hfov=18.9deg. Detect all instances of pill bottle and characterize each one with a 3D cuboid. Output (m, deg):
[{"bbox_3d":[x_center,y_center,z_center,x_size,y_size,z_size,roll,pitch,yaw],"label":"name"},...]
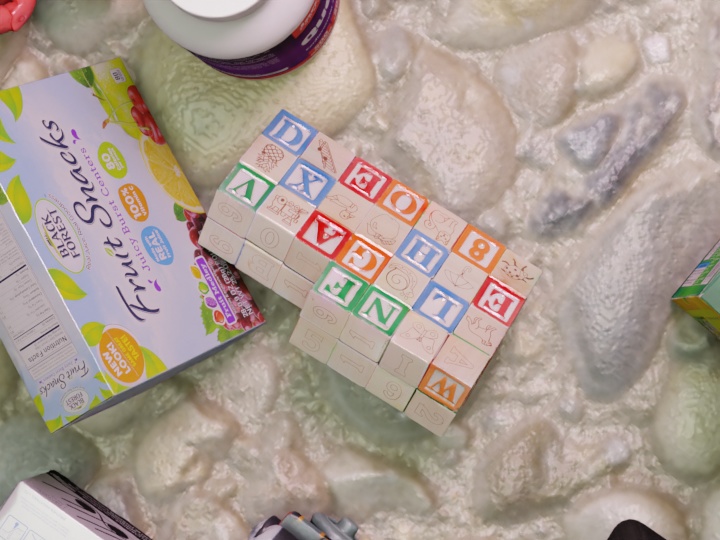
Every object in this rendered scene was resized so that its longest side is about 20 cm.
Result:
[{"bbox_3d":[-0.074,-0.181,1.333,0.112,0.200,0.113,0,90,4],"label":"pill bottle"}]

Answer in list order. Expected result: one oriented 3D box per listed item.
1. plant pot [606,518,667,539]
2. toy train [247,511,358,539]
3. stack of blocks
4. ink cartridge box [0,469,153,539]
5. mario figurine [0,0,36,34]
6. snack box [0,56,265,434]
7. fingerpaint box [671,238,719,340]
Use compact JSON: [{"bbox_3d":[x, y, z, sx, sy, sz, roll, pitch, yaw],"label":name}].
[{"bbox_3d":[0.195,0.296,1.321,0.200,0.177,0.200,33,92,3],"label":"plant pot"},{"bbox_3d":[0.007,0.227,1.365,0.200,0.114,0.085,39,92,6],"label":"toy train"},{"bbox_3d":[0.000,0.000,1.367,0.200,0.059,0.115,32,50,5],"label":"stack of blocks"},{"bbox_3d":[-0.139,0.204,1.388,0.200,0.094,0.044,35,92,4],"label":"ink cartridge box"},{"bbox_3d":[-0.240,-0.208,1.395,0.199,0.106,0.124,-25,86,5],"label":"mario figurine"},{"bbox_3d":[-0.171,-0.020,1.353,0.068,0.168,0.201,-32,86,34],"label":"snack box"},{"bbox_3d":[0.280,0.042,1.305,0.167,0.200,0.073,40,92,4],"label":"fingerpaint box"}]
